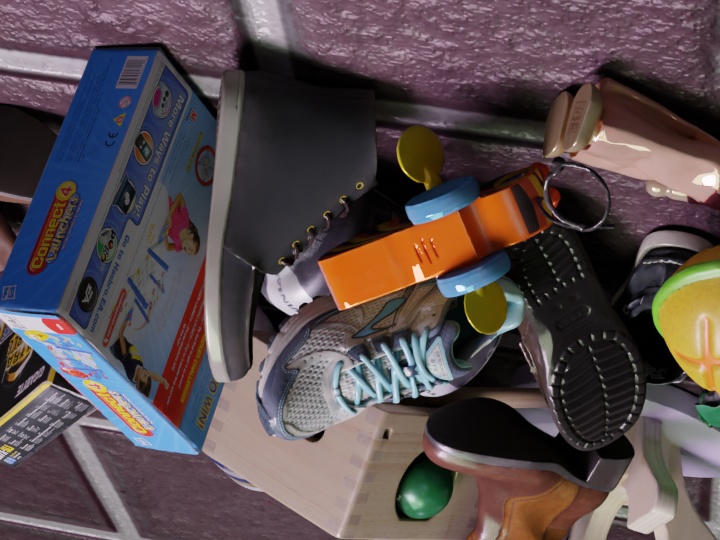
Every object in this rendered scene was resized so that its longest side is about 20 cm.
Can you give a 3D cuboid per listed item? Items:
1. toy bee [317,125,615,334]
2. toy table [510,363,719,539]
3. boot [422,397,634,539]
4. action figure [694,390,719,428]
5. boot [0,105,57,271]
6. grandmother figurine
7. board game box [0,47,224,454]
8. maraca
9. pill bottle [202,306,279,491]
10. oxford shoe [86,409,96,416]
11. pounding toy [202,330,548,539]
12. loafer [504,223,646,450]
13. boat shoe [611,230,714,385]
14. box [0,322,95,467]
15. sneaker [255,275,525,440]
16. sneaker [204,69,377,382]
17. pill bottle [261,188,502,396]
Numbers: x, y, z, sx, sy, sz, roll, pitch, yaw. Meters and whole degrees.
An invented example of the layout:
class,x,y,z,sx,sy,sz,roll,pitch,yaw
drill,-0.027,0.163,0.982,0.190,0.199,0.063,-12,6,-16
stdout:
class,x,y,z,sx,sy,sz,roll,pitch,yaw
toy bee,0.079,-0.025,1.360,0.199,0.109,0.132,5,110,25
toy table,0.203,0.161,1.709,0.199,0.118,0.184,14,154,-2
boot,0.081,0.187,1.584,0.188,0.069,0.200,5,127,-44
action figure,0.310,0.095,1.587,0.118,0.055,0.200,18,164,-28
boot,-0.268,-0.044,1.604,0.186,0.064,0.200,21,153,18
grandmother figurine,0.218,-0.061,1.341,0.199,0.061,0.121,19,-179,-15
board game box,-0.142,-0.011,1.453,0.056,0.201,0.196,4,151,29
maraca,0.285,0.043,1.409,0.199,0.107,0.137,19,151,-8
pill bottle,-0.103,0.085,1.720,0.111,0.112,0.200,0,151,26
oxford shoe,-0.203,0.066,1.776,0.071,0.073,0.200,19,153,-8
pounding toy,0.029,0.114,1.631,0.200,0.143,0.184,27,-168,40
loafer,0.143,0.034,1.509,0.073,0.071,0.201,-23,120,-5
boat shoe,0.212,0.046,1.534,0.074,0.066,0.200,13,154,2
box,-0.230,0.048,1.658,0.049,0.160,0.200,25,153,-18
sneaker,0.021,0.047,1.403,0.086,0.200,0.078,24,140,47
sneaker,-0.044,-0.024,1.391,0.106,0.201,0.075,5,-170,-4
pill bottle,0.000,0.000,1.508,0.200,0.107,0.106,32,149,-32
